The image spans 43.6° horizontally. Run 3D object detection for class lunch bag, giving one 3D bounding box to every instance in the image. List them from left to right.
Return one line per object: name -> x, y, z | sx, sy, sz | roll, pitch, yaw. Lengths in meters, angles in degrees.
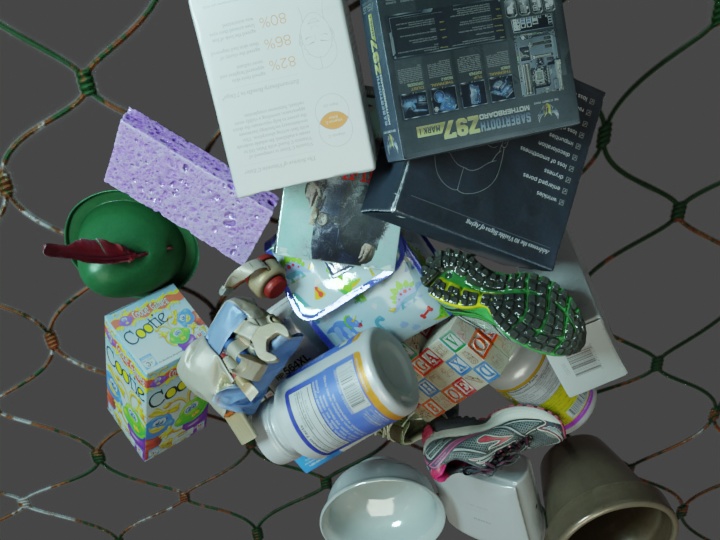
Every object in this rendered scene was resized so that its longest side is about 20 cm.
lunch bag -> 0.000, 0.000, 1.122 | 0.168, 0.128, 0.201 | -30, 114, 17

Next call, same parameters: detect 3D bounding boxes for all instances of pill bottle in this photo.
pill bottle -> -0.035, 0.160, 1.097 | 0.198, 0.113, 0.112 | -31, 124, 25
pill bottle -> 0.234, 0.137, 1.247 | 0.104, 0.105, 0.199 | -37, 121, 24

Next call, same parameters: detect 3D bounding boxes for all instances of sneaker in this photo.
sneaker -> 0.048, 0.211, 1.302 | 0.195, 0.091, 0.068 | -8, 130, 3
sneaker -> 0.184, 0.241, 1.230 | 0.195, 0.076, 0.081 | -13, 138, 9
sneaker -> 0.166, 0.038, 1.019 | 0.079, 0.198, 0.085 | -59, 153, -8

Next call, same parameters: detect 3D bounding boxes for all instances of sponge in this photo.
sponge -> -0.199, -0.095, 1.048 | 0.197, 0.030, 0.112 | 31, 138, -8

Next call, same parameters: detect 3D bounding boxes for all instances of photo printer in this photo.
photo printer -> 0.200, 0.354, 1.396 | 0.164, 0.070, 0.203 | 11, 137, 33

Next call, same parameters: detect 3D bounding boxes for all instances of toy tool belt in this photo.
toy tool belt -> -0.122, 0.097, 1.074 | 0.202, 0.123, 0.124 | -57, 153, 17

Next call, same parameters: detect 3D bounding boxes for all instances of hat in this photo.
hat -> -0.297, 0.016, 1.077 | 0.198, 0.178, 0.166 | 28, 122, -23

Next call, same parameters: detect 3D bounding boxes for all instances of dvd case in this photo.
dvd case -> -0.016, -0.109, 1.025 | 0.142, 0.022, 0.205 | 8, 94, -3

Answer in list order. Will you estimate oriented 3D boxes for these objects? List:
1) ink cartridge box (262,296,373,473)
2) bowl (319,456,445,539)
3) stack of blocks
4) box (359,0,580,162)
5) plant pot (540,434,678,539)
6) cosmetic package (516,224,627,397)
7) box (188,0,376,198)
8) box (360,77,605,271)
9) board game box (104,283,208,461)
ink cartridge box -> -0.077, 0.150, 1.213 | 0.145, 0.085, 0.201 | -34, 105, 25
bowl -> 0.032, 0.359, 1.417 | 0.196, 0.091, 0.204 | -2, 129, -2
stack of blocks -> 0.102, 0.114, 1.181 | 0.115, 0.059, 0.200 | 40, 144, -3
box -> 0.108, -0.201, 0.872 | 0.196, 0.051, 0.162 | -14, 97, -16
plant pot -> 0.351, 0.352, 1.365 | 0.195, 0.176, 0.204 | -7, 126, -10
cosmetic package -> 0.252, 0.038, 1.111 | 0.080, 0.202, 0.113 | -23, 130, 16
box -> -0.074, -0.197, 0.931 | 0.149, 0.107, 0.204 | -10, 107, 5
box -> 0.130, -0.126, 0.971 | 0.196, 0.124, 0.201 | 19, 87, -17
board game box -> -0.263, 0.136, 1.176 | 0.104, 0.103, 0.202 | -27, 149, -32
